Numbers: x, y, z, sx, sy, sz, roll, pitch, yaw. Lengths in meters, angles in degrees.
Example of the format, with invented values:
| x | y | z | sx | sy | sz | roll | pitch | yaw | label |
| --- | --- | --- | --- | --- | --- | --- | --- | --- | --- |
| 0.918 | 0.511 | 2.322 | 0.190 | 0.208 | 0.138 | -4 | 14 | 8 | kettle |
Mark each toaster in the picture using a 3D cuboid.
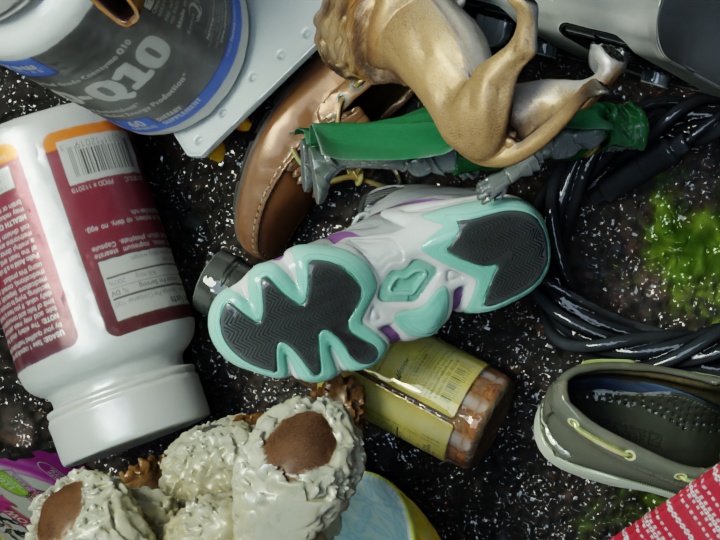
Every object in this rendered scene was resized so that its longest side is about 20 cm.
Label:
| x | y | z | sx | sy | sz | roll | pitch | yaw | label |
| --- | --- | --- | --- | --- | --- | --- | --- | --- | --- |
| 0.145 | -0.205 | 1.073 | 0.180 | 0.118 | 0.202 | 22 | 98 | 40 | toaster |

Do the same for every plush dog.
| x | y | z | sx | sy | sz | roll | pitch | yaw | label |
| --- | --- | --- | --- | --- | --- | --- | --- | --- | --- |
| -0.067 | 0.141 | 1.117 | 0.198 | 0.172 | 0.161 | -19 | 113 | 14 | plush dog |

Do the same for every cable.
| x | y | z | sx | sy | sz | roll | pitch | yaw | label |
| --- | --- | --- | --- | --- | --- | --- | --- | --- | --- |
| 0.182 | -0.021 | 1.127 | 0.198 | 0.051 | 0.165 | 7 | 93 | 18 | cable |

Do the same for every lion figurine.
| x | y | z | sx | sy | sz | roll | pitch | yaw | label |
| --- | --- | --- | --- | --- | --- | --- | --- | --- | --- |
| 0.047 | -0.110 | 1.023 | 0.123 | 0.072 | 0.201 | -55 | 45 | 25 | lion figurine |

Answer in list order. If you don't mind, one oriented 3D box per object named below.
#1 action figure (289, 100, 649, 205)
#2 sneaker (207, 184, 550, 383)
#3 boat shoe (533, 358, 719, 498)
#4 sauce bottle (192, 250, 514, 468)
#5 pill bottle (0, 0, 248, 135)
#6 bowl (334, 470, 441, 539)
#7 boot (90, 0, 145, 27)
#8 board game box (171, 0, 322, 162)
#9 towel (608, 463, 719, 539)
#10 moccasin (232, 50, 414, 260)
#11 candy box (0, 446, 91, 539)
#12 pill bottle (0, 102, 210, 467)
| x | y | z | sx | sy | sz | roll | pitch | yaw | label |
| --- | --- | --- | --- | --- | --- | --- | --- | --- | --- |
| 0.067 | -0.071 | 1.100 | 0.198 | 0.118 | 0.055 | -7 | 105 | -9 | action figure |
| 0.000 | 0.000 | 1.141 | 0.198 | 0.140 | 0.078 | -14 | 106 | -12 | sneaker |
| 0.198 | 0.095 | 1.095 | 0.200 | 0.060 | 0.073 | 11 | 65 | 2 | boat shoe |
| -0.006 | 0.047 | 1.179 | 0.199 | 0.066 | 0.066 | 29 | 99 | 15 | sauce bottle |
| -0.158 | -0.156 | 1.088 | 0.113 | 0.200 | 0.115 | -9 | 72 | 29 | pill bottle |
| -0.003 | 0.229 | 1.147 | 0.107 | 0.201 | 0.200 | 35 | 104 | -30 | bowl |
| -0.089 | -0.194 | 1.033 | 0.068 | 0.201 | 0.188 | -28 | 117 | 32 | boot |
| -0.068 | -0.197 | 1.182 | 0.200 | 0.026 | 0.201 | -42 | 59 | 14 | board game box |
| 0.199 | 0.193 | 1.086 | 0.145 | 0.022 | 0.200 | 54 | 140 | 9 | towel |
| -0.003 | -0.088 | 1.177 | 0.078 | 0.074 | 0.202 | 40 | 92 | 21 | moccasin |
| -0.184 | 0.174 | 1.165 | 0.136 | 0.200 | 0.061 | 36 | 101 | 13 | candy box |
| -0.167 | 0.009 | 1.202 | 0.113 | 0.114 | 0.202 | -20 | 84 | 16 | pill bottle |
